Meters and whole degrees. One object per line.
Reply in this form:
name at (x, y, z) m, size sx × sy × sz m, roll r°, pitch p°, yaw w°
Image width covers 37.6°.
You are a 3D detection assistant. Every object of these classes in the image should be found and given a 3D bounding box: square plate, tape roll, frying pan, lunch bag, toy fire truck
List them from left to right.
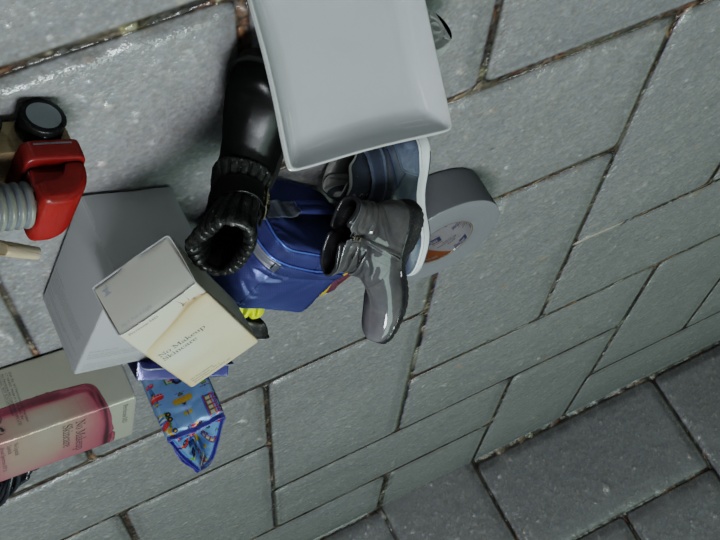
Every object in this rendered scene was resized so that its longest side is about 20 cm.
toy fire truck at (-0.327, -0.063, 0.971) m, size 0.176 × 0.200 × 0.129 m, roll -8°, pitch 149°, yaw -39°
lunch bag at (-0.272, 0.216, 1.643) m, size 0.094 × 0.151 × 0.200 m, roll -23°, pitch 155°, yaw -14°
frying pan at (-0.197, 0.073, 1.499) m, size 0.190 × 0.115 × 0.031 m, roll 5°, pitch 105°, yaw -71°
lunch bag at (-0.096, -0.037, 1.362) m, size 0.132 × 0.136 × 0.200 m, roll -41°, pitch 155°, yaw 26°
square plate at (-0.012, -0.219, 1.081) m, size 0.199 × 0.199 × 0.028 m, roll -17°, pitch -171°, yaw -26°
tape roll at (0.111, -0.067, 1.624) m, size 0.200 × 0.066 × 0.201 m, roll -24°, pitch 155°, yaw -12°

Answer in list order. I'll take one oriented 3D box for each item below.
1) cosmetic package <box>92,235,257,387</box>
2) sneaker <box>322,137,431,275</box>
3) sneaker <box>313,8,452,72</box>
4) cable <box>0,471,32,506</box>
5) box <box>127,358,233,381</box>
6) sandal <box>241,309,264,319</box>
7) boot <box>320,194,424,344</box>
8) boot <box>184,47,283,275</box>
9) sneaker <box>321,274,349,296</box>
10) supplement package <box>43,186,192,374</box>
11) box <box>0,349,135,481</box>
cosmetic package at (-0.203, 0.051, 1.192) m, size 0.103 × 0.073 × 0.200 m, roll -35°, pitch 155°, yaw 0°
sneaker at (0.019, -0.079, 1.405) m, size 0.146 × 0.077 × 0.203 m, roll -15°, pitch 114°, yaw -33°
sneaker at (-0.007, -0.220, 1.189) m, size 0.199 × 0.081 × 0.147 m, roll -19°, pitch 162°, yaw -30°
cable at (-0.598, 0.331, 1.624) m, size 0.199 × 0.051 × 0.163 m, roll -31°, pitch 156°, yaw 3°
box at (-0.251, 0.111, 1.414) m, size 0.121 × 0.200 × 0.033 m, roll -1°, pitch 102°, yaw -22°
sandal at (-0.200, 0.020, 1.447) m, size 0.200 × 0.080 × 0.087 m, roll -8°, pitch 138°, yaw -49°
boot at (0.000, 0.000, 1.337) m, size 0.131 × 0.070 × 0.201 m, roll -4°, pitch 109°, yaw -44°
boot at (-0.124, -0.109, 1.110) m, size 0.079 × 0.158 × 0.212 m, roll 15°, pitch 138°, yaw 5°
sneaker at (-0.026, -0.037, 1.538) m, size 0.200 × 0.075 × 0.090 m, roll -46°, pitch 166°, yaw 35°
supplement package at (-0.284, 0.013, 1.265) m, size 0.119 × 0.122 × 0.200 m, roll -10°, pitch 150°, yaw -37°
box at (-0.426, 0.192, 1.473) m, size 0.199 × 0.109 × 0.128 m, roll -18°, pitch 153°, yaw -24°
